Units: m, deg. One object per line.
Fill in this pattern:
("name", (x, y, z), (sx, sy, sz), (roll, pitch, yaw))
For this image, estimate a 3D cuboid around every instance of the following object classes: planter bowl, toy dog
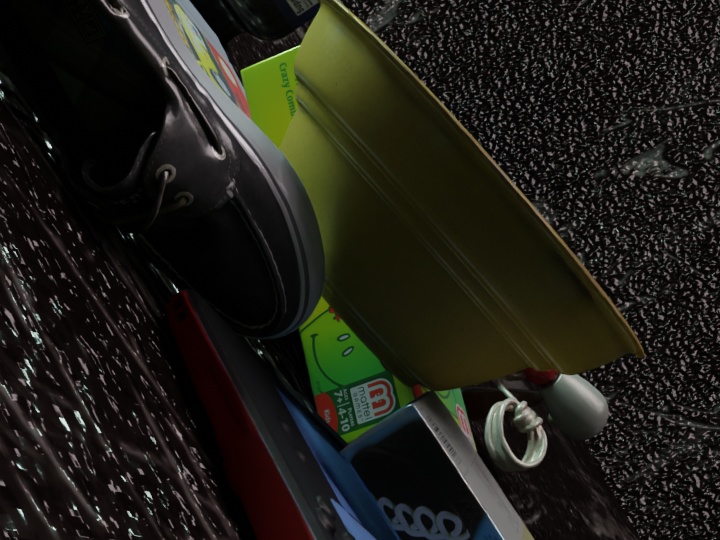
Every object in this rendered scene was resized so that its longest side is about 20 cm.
("planter bowl", (0.020, -0.012, 0.697), (0.201, 0.083, 0.200), (48, 2, -2))
("toy dog", (0.096, 0.061, 1.322), (0.201, 0.131, 0.096), (62, -32, 1))

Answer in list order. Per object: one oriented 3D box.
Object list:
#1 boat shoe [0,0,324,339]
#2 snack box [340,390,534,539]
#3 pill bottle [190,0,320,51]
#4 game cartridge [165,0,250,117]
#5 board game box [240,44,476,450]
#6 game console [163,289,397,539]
("boat shoe", (-0.080, -0.049, 0.600), (0.201, 0.069, 0.066), (63, 28, -22))
("snack box", (0.067, 0.141, 0.665), (0.201, 0.037, 0.116), (56, 4, 5))
("pill bottle", (-0.043, -0.215, 1.049), (0.112, 0.199, 0.112), (56, 7, -10))
("game cartridge", (-0.091, -0.096, 0.867), (0.133, 0.041, 0.201), (44, 15, -52))
("board game box", (0.000, 0.000, 0.823), (0.102, 0.047, 0.202), (43, 30, -62))
("game console", (0.007, 0.111, 0.626), (0.200, 0.031, 0.178), (51, 9, -51))
